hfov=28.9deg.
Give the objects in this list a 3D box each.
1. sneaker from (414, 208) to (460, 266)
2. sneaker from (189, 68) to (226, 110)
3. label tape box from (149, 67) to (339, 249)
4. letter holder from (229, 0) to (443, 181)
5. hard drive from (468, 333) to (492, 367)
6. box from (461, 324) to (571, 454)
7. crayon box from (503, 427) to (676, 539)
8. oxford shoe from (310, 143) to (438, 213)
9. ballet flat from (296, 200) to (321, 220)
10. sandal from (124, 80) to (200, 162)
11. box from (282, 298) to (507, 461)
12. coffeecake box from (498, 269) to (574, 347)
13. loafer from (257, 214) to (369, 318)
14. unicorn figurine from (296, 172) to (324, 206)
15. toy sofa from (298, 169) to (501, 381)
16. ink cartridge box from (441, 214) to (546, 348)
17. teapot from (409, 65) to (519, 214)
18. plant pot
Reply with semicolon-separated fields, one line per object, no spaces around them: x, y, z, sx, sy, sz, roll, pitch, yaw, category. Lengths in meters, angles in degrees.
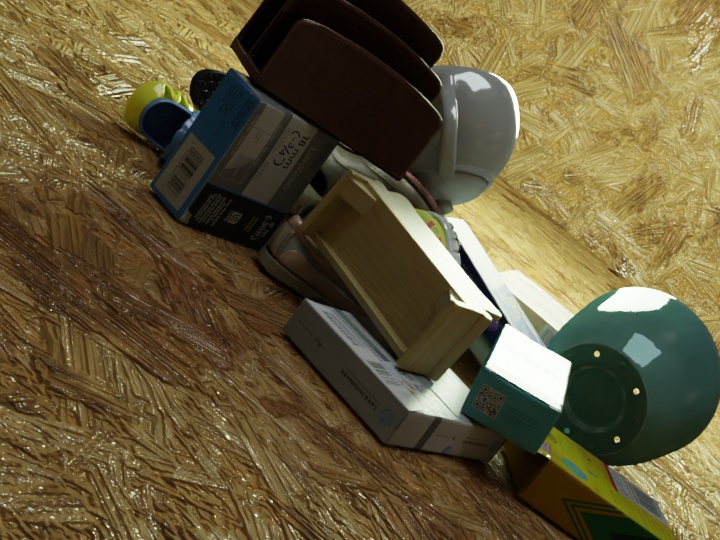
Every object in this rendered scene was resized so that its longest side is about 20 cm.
0.052;0.000;1.415;0.089;0.079;0.201;10;34;-23;sneaker
-0.155;-0.198;1.831;0.199;0.072;0.082;30;-10;-36;sneaker
-0.095;-0.101;1.411;0.063;0.145;0.199;45;14;33;label tape box
-0.003;-0.211;1.399;0.199;0.143;0.101;31;15;-32;letter holder
0.109;0.029;1.655;0.201;0.026;0.132;55;11;-7;hard drive
0.154;0.111;1.353;0.082;0.049;0.200;30;14;6;box
0.212;0.214;1.364;0.199;0.051;0.127;36;12;-9;crayon box
-0.009;-0.096;1.543;0.199;0.074;0.071;30;-29;1;oxford shoe
-0.005;-0.037;1.600;0.199;0.070;0.070;35;11;-38;ballet flat
-0.163;-0.133;1.521;0.199;0.080;0.087;15;28;-42;sandal
0.037;0.103;1.292;0.156;0.041;0.199;46;15;31;box
0.226;0.075;1.850;0.153;0.073;0.200;39;12;12;coffeecake box
-0.011;0.014;1.426;0.199;0.063;0.072;31;13;-29;loafer
-0.050;-0.098;1.646;0.200;0.074;0.137;47;-35;-16;unicorn figurine
0.038;0.005;1.324;0.097;0.083;0.200;20;27;-54;toy sofa
0.144;0.029;1.628;0.199;0.047;0.200;59;12;5;ink cartridge box
0.093;-0.138;1.598;0.196;0.148;0.199;-13;-20;43;teapot
0.290;0.129;1.583;0.200;0.202;0.160;42;25;19;plant pot
